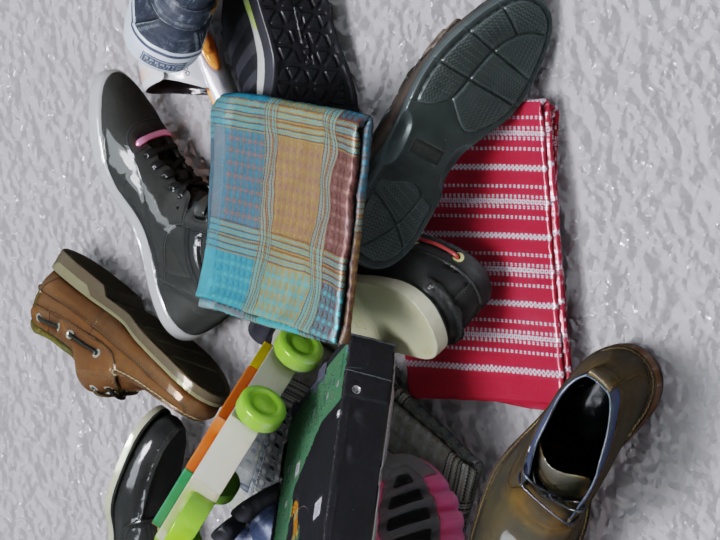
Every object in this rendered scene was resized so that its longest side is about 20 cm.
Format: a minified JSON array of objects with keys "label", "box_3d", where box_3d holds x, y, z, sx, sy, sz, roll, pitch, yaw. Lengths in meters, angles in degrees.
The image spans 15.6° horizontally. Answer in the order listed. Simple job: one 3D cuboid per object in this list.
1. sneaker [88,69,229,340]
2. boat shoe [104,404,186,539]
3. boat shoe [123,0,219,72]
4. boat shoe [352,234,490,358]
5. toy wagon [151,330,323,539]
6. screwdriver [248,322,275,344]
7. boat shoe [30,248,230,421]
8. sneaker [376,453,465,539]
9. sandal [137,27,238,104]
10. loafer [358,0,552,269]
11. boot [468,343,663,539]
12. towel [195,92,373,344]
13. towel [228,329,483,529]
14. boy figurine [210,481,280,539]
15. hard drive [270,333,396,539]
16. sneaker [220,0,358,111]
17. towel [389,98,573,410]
[{"label":"sneaker","box_3d":[-0.120,-0.057,1.846,0.099,0.071,0.201,-19,92,41]},{"label":"boat shoe","box_3d":[-0.153,0.193,1.927,0.063,0.074,0.202,24,116,24]},{"label":"boat shoe","box_3d":[-0.112,-0.230,1.750,0.091,0.071,0.201,125,152,-43]},{"label":"boat shoe","box_3d":[0.001,0.002,1.721,0.201,0.063,0.074,18,138,45]},{"label":"toy wagon","box_3d":[-0.091,0.127,1.719,0.039,0.200,0.155,32,128,0]},{"label":"screwdriver","box_3d":[-0.023,-0.020,1.794,0.028,0.029,0.200,52,125,21]},{"label":"boat shoe","box_3d":[-0.168,0.063,1.902,0.200,0.072,0.068,40,100,43]},{"label":"sneaker","box_3d":[0.032,0.221,1.706,0.095,0.079,0.201,116,147,-68]},{"label":"sandal","box_3d":[-0.119,-0.128,1.810,0.059,0.079,0.207,-26,81,3]},{"label":"loafer","box_3d":[0.041,-0.097,1.652,0.200,0.072,0.063,-55,31,0]},{"label":"boot","box_3d":[0.109,0.132,1.613,0.075,0.097,0.200,32,100,15]},{"label":"towel","box_3d":[-0.052,-0.036,1.678,0.200,0.022,0.147,15,100,61]},{"label":"towel","box_3d":[-0.013,0.151,1.801,0.200,0.034,0.193,39,129,31]},{"label":"boy figurine","box_3d":[-0.021,0.237,1.772,0.200,0.064,0.124,55,143,13]},{"label":"hard drive","box_3d":[-0.023,0.157,1.670,0.140,0.038,0.201,128,153,-59]},{"label":"sneaker","box_3d":[-0.053,-0.145,1.780,0.083,0.071,0.201,-177,80,-65]},{"label":"towel","box_3d":[0.078,-0.010,1.704,0.144,0.022,0.201,1,98,44]}]
